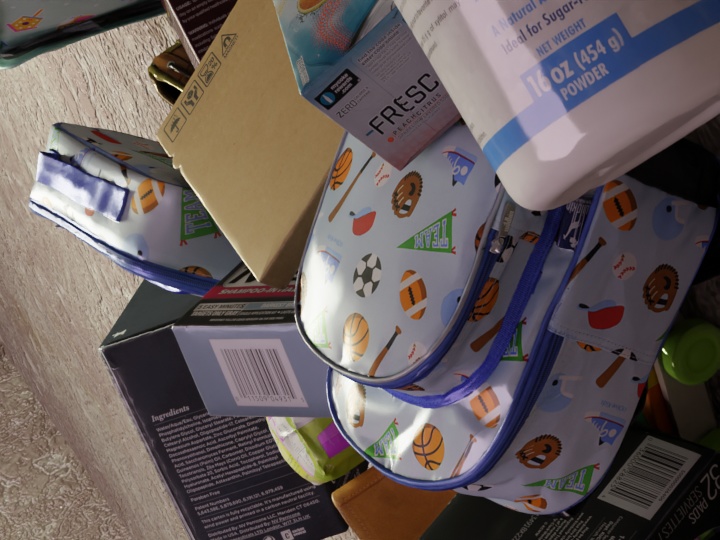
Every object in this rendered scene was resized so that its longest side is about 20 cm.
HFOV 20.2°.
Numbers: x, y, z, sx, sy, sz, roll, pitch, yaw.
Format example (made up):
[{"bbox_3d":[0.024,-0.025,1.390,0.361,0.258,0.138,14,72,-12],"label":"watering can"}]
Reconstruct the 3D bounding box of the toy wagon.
[{"bbox_3d":[0.146,0.066,1.076,0.155,0.039,0.201,36,150,57],"label":"toy wagon"}]

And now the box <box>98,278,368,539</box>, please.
[{"bbox_3d":[-0.083,0.086,1.526,0.197,0.123,0.200,64,-163,-17],"label":"box"}]

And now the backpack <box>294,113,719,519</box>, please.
[{"bbox_3d":[0.062,0.013,0.937,0.200,0.153,0.191,24,103,61],"label":"backpack"}]

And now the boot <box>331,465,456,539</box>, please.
[{"bbox_3d":[0.085,0.154,1.156,0.201,0.144,0.071,49,-169,-28],"label":"boot"}]

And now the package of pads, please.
[{"bbox_3d":[0.016,0.065,1.215,0.068,0.154,0.200,56,174,5],"label":"package of pads"}]

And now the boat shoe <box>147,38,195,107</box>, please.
[{"bbox_3d":[-0.083,-0.094,1.464,0.200,0.068,0.072,50,159,32],"label":"boat shoe"}]

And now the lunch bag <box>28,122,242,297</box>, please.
[{"bbox_3d":[-0.108,-0.032,1.208,0.200,0.160,0.076,24,101,54],"label":"lunch bag"}]

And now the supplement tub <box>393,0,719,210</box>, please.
[{"bbox_3d":[0.070,-0.138,0.801,0.200,0.132,0.132,59,164,5],"label":"supplement tub"}]

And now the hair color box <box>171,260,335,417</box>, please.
[{"bbox_3d":[0.000,0.000,1.088,0.099,0.200,0.061,-2,119,38],"label":"hair color box"}]

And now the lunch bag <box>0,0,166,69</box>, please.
[{"bbox_3d":[-0.202,-0.225,1.424,0.200,0.170,0.122,108,139,-69],"label":"lunch bag"}]

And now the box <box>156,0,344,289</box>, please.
[{"bbox_3d":[-0.025,-0.111,1.050,0.021,0.200,0.164,22,-161,-37],"label":"box"}]

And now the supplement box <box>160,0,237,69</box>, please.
[{"bbox_3d":[-0.069,-0.119,1.351,0.201,0.061,0.109,62,177,1],"label":"supplement box"}]

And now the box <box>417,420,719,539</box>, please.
[{"bbox_3d":[0.133,0.190,1.036,0.124,0.149,0.200,19,149,48],"label":"box"}]

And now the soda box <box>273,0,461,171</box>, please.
[{"bbox_3d":[0.000,-0.137,0.932,0.068,0.064,0.200,35,-157,-33],"label":"soda box"}]
